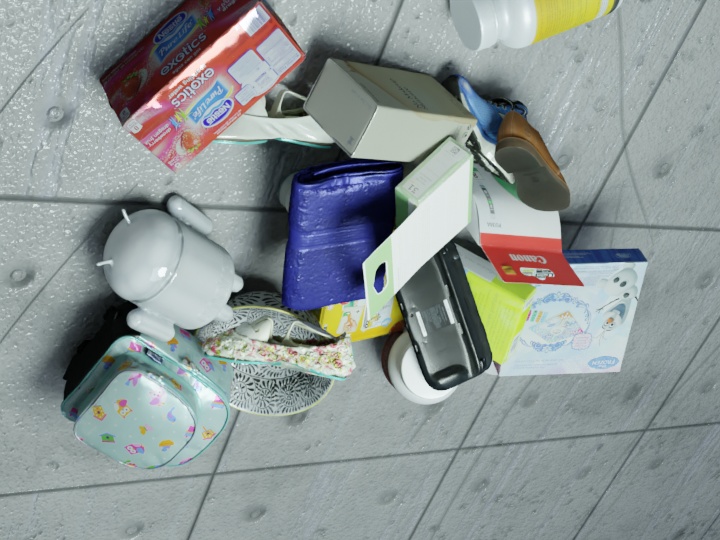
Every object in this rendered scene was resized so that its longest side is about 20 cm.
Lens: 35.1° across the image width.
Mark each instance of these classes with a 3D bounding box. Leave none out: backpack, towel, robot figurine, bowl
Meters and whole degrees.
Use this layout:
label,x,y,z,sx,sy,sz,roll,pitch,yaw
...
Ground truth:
label,x,y,z,sx,sy,sz,roll,pitch,yaw
backpack,-0.262,0.161,1.457,0.198,0.154,0.176,29,117,-29
towel,-0.028,-0.047,1.415,0.145,0.050,0.203,-9,130,-21
robot figurine,-0.232,-0.002,1.388,0.199,0.112,0.173,32,67,-46
bowl,-0.125,0.094,1.542,0.197,0.095,0.203,4,130,5

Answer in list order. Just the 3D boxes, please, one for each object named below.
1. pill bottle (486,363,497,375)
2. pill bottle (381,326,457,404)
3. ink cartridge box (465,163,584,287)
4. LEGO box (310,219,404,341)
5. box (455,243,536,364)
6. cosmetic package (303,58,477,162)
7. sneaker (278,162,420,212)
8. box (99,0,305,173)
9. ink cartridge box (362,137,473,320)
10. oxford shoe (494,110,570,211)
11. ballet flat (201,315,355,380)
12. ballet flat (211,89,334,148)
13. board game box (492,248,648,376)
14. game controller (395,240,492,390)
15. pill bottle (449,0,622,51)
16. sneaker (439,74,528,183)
label,x,y,z,sx,sy,sz,roll,pitch,yaw
pill bottle,0.237,0.060,1.764,0.110,0.112,0.202,7,125,-38
pill bottle,0.091,0.135,1.662,0.111,0.113,0.200,-32,-178,-3
ink cartridge box,0.215,-0.066,1.561,0.159,0.201,0.050,3,131,-36
LEGO box,0.000,0.000,1.573,0.147,0.077,0.202,-11,133,-27
box,0.146,0.035,1.647,0.048,0.198,0.123,-38,151,-46
cosmetic package,0.039,-0.189,1.372,0.198,0.104,0.074,-2,132,-51
sneaker,-0.003,-0.100,1.476,0.197,0.081,0.077,-19,135,-20
box,-0.172,-0.219,1.238,0.199,0.096,0.100,-40,138,7
ink cartridge box,0.060,-0.050,1.400,0.200,0.048,0.146,-42,155,-19
oxford shoe,0.234,-0.141,1.506,0.070,0.072,0.200,-6,151,24
ballet flat,-0.100,0.091,1.444,0.196,0.076,0.065,9,100,-6
ballet flat,-0.110,-0.183,1.349,0.197,0.070,0.070,-2,130,-37
board game box,0.307,0.063,1.684,0.196,0.044,0.202,-1,123,-11
game controller,0.108,0.058,1.538,0.103,0.042,0.203,-21,98,-7
pill bottle,0.212,-0.336,1.372,0.197,0.113,0.113,-23,138,-14
sneaker,0.168,-0.203,1.510,0.090,0.078,0.200,-54,138,-5
